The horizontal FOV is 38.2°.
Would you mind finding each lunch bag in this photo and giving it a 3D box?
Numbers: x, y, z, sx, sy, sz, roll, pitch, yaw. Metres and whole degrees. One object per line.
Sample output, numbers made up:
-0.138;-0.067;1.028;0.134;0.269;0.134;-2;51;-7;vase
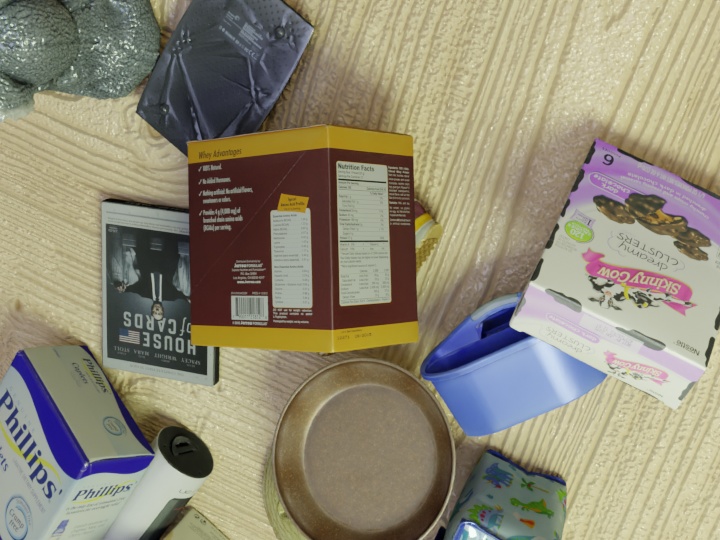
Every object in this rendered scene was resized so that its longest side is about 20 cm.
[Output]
0.130;0.319;1.091;0.125;0.170;0.203;20;111;11;lunch bag

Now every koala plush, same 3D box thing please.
-0.321;-0.245;1.063;0.181;0.200;0.181;18;109;15;koala plush

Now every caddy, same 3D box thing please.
0.155;0.075;1.037;0.198;0.142;0.106;-26;101;21;caddy

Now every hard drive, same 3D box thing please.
-0.142;-0.212;1.105;0.134;0.042;0.201;39;112;5;hard drive

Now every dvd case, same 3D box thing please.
-0.231;0.026;1.206;0.147;0.025;0.204;8;106;16;dvd case

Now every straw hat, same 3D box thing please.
-0.043;0.244;1.142;0.197;0.085;0.206;-1;87;24;straw hat

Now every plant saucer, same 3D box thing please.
0.005;0.193;1.072;0.196;0.037;0.205;-2;83;18;plant saucer

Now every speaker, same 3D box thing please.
-0.259;0.281;1.252;0.081;0.081;0.201;40;111;3;speaker

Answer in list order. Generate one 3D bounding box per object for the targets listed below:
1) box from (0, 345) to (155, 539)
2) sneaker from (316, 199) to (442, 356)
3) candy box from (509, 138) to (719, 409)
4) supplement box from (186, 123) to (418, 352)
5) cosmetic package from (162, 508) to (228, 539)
-0.361;0.223;1.218;0.184;0.104;0.201;48;115;30;box
0.000;0.000;1.108;0.090;0.075;0.201;44;110;16;sneaker
0.250;-0.002;0.952;0.165;0.201;0.072;26;144;8;candy box
-0.059;-0.029;1.025;0.195;0.132;0.205;-1;91;40;supplement box
-0.236;0.375;1.204;0.071;0.200;0.106;39;111;4;cosmetic package
